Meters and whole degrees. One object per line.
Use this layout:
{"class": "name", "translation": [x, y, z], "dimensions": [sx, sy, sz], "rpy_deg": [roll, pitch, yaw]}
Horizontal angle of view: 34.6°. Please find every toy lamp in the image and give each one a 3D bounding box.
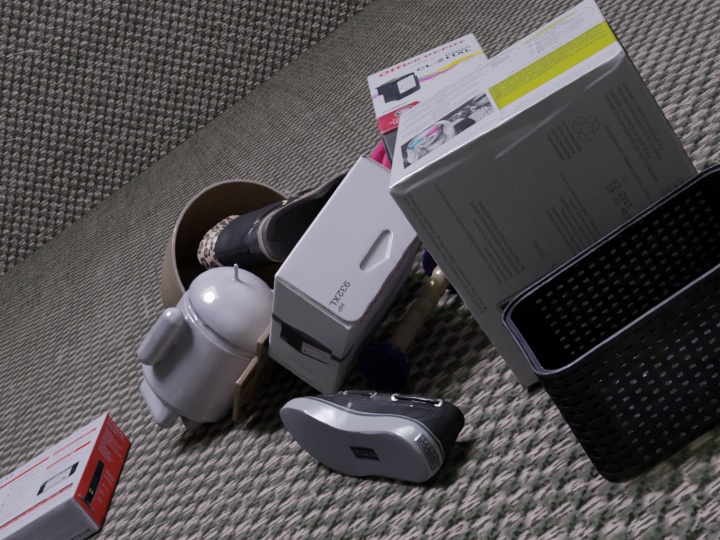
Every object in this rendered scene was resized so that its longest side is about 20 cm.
{"class": "toy lamp", "translation": [0.062, 0.029, 1.104], "dimensions": [0.058, 0.059, 0.200], "rpy_deg": [-19, 24, 41]}

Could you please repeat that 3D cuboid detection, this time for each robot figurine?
{"class": "robot figurine", "translation": [-0.155, 0.079, 1.227], "dimensions": [0.201, 0.168, 0.113], "rpy_deg": [-54, 54, 21]}

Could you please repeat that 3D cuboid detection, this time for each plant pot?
{"class": "plant pot", "translation": [-0.168, 0.011, 1.410], "dimensions": [0.187, 0.188, 0.200], "rpy_deg": [-45, 7, -29]}

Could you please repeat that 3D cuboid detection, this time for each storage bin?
{"class": "storage bin", "translation": [0.210, 0.030, 0.779], "dimensions": [0.199, 0.094, 0.135], "rpy_deg": [-35, 18, 5]}

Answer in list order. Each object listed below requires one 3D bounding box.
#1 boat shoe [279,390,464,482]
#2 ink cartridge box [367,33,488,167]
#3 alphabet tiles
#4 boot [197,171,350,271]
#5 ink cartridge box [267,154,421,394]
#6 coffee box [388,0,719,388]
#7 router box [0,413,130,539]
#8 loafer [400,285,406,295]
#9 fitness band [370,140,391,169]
{"class": "boat shoe", "translation": [0.008, 0.129, 0.949], "dimensions": [0.057, 0.069, 0.199], "rpy_deg": [-41, 25, -29]}
{"class": "ink cartridge box", "translation": [0.091, -0.183, 1.324], "dimensions": [0.144, 0.084, 0.201], "rpy_deg": [-22, 27, 6]}
{"class": "alphabet tiles", "translation": [-0.073, 0.059, 1.192], "dimensions": [0.201, 0.007, 0.168], "rpy_deg": [-55, -9, -28]}
{"class": "boot", "translation": [-0.072, -0.049, 1.274], "dimensions": [0.149, 0.074, 0.199], "rpy_deg": [-13, 12, 46]}
{"class": "ink cartridge box", "translation": [-0.013, 0.011, 1.061], "dimensions": [0.146, 0.083, 0.200], "rpy_deg": [-55, -8, -22]}
{"class": "coffee box", "translation": [0.160, -0.069, 0.938], "dimensions": [0.198, 0.201, 0.198], "rpy_deg": [-30, 18, 16]}
{"class": "router box", "translation": [-0.362, 0.267, 1.291], "dimensions": [0.199, 0.049, 0.180], "rpy_deg": [-32, 18, 12]}
{"class": "loafer", "translation": [0.000, 0.000, 1.279], "dimensions": [0.071, 0.064, 0.200], "rpy_deg": [-10, 0, -19]}
{"class": "fitness band", "translation": [0.013, -0.096, 1.439], "dimensions": [0.144, 0.037, 0.201], "rpy_deg": [-57, 10, 29]}
